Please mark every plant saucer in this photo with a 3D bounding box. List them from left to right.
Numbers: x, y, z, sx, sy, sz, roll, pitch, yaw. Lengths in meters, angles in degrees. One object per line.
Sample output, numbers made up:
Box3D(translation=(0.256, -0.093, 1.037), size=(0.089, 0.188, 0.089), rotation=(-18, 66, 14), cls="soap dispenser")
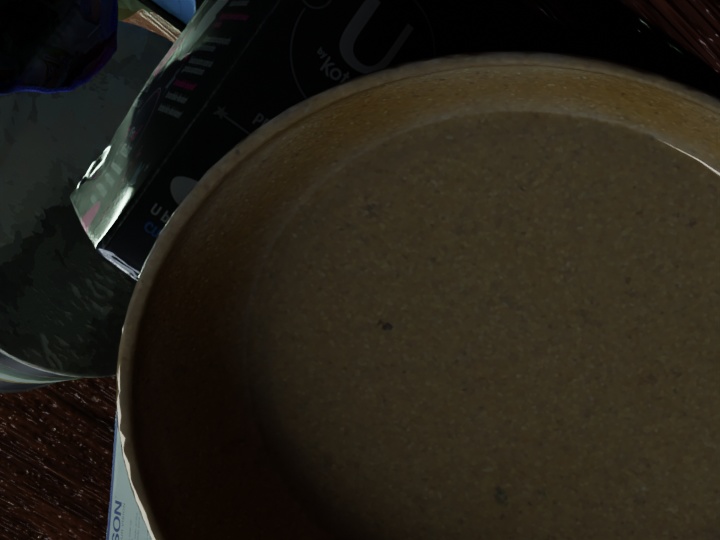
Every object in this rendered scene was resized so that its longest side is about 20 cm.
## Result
Box3D(translation=(0.041, 0.033, 0.575), size=(0.200, 0.200, 0.035), rotation=(36, -153, -11), cls="plant saucer")

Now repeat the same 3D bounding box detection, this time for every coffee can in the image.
Box3D(translation=(-0.140, -0.022, 1.030), size=(0.146, 0.147, 0.200), rotation=(36, 165, -13), cls="coffee can")

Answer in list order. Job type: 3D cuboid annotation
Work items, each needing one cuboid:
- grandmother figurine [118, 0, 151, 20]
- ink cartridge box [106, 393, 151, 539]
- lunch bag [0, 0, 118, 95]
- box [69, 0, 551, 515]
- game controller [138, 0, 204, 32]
Box3D(translation=(-0.171, -0.121, 1.070), size=(0.122, 0.199, 0.061), rotation=(-80, -30, -44), cls="grandmother figurine")
Box3D(translation=(-0.064, 0.069, 1.098), size=(0.040, 0.201, 0.200), rotation=(4, -177, -25), cls="ink cartridge box")
Box3D(translation=(-0.180, -0.153, 0.788), size=(0.170, 0.124, 0.200), rotation=(33, 170, 46), cls="lunch bag")
Box3D(translation=(0.000, -0.025, 0.700), size=(0.132, 0.115, 0.200), rotation=(35, 180, -11), cls="box")
Box3D(translation=(-0.104, -0.141, 0.937), size=(0.200, 0.042, 0.104), rotation=(36, 179, 4), cls="game controller")
